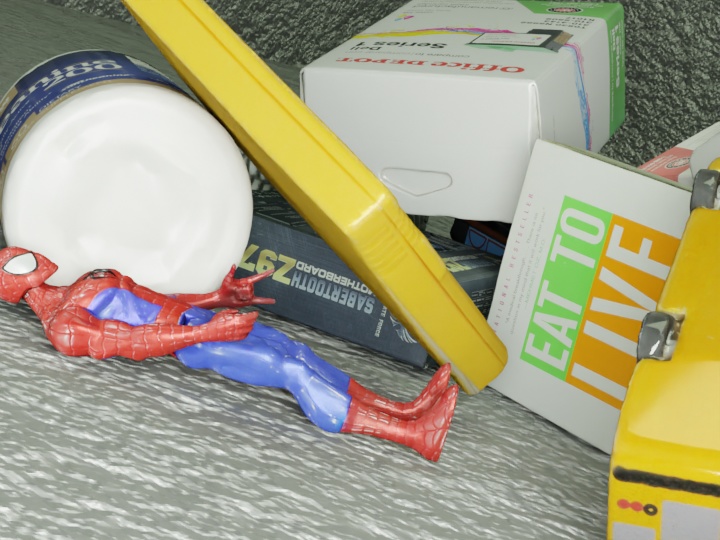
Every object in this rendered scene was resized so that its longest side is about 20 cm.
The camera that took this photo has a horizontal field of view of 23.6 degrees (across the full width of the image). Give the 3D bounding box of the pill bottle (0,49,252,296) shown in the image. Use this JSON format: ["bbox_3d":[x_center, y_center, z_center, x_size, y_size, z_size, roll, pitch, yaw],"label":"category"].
[{"bbox_3d":[-0.124,-0.048,0.835,0.110,0.111,0.200,14,9,-18],"label":"pill bottle"}]

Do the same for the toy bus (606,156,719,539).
[{"bbox_3d":[0.148,0.033,0.671,0.065,0.079,0.200,7,35,19],"label":"toy bus"}]

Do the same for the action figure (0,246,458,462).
[{"bbox_3d":[-0.059,0.028,0.720,0.199,0.052,0.065,15,14,-4],"label":"action figure"}]

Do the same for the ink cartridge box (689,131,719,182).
[{"bbox_3d":[0.233,0.010,0.806,0.068,0.201,0.115,10,-32,-33],"label":"ink cartridge box"}]

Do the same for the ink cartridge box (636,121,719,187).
[{"bbox_3d":[0.257,-0.038,0.926,0.199,0.068,0.116,1,20,43],"label":"ink cartridge box"}]

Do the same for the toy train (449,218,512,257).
[{"bbox_3d":[0.119,-0.018,1.112,0.086,0.115,0.200,9,12,-29],"label":"toy train"}]

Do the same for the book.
[{"bbox_3d":[0.145,0.027,0.829,0.048,0.134,0.200,11,10,-38],"label":"book"}]

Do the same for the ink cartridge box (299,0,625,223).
[{"bbox_3d":[0.067,-0.103,1.041,0.144,0.084,0.200,5,22,21],"label":"ink cartridge box"}]

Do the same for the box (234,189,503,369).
[{"bbox_3d":[0.000,0.000,0.977,0.157,0.051,0.200,19,9,16],"label":"box"}]

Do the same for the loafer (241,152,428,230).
[{"bbox_3d":[-0.038,-0.050,1.193,0.069,0.076,0.200,9,-4,43],"label":"loafer"}]

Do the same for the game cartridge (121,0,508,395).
[{"bbox_3d":[-0.019,-0.041,0.757,0.176,0.032,0.200,47,-3,27],"label":"game cartridge"}]
